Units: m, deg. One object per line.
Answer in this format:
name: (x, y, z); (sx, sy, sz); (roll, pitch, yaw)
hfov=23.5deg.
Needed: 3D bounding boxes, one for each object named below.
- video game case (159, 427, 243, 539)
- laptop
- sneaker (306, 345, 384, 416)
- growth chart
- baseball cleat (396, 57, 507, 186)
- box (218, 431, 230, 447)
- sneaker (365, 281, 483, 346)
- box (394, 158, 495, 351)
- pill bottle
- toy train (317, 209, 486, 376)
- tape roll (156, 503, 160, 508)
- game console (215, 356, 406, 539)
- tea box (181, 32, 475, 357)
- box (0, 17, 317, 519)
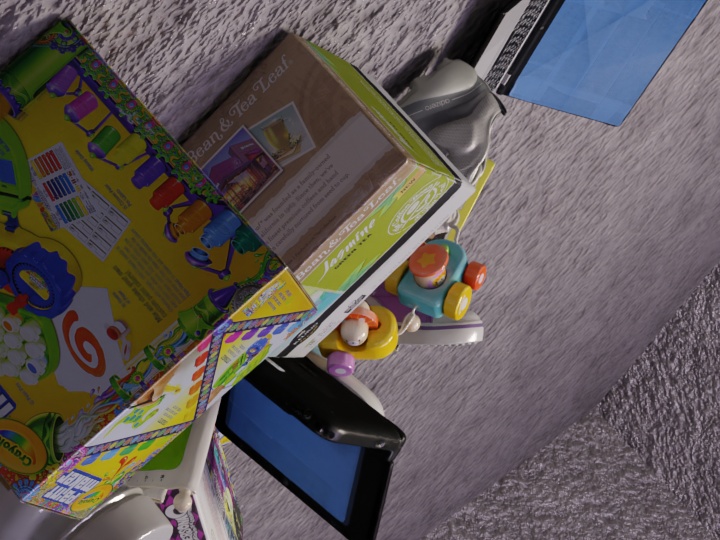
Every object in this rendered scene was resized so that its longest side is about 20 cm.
video game case: (-0.140, 0.172, 1.455); (0.036, 0.200, 0.181); (-13, -159, 4)
laptop: (0.181, -0.176, 1.538); (0.200, 0.116, 0.187); (-42, 168, -40)
sneaker: (-0.044, 0.087, 1.479); (0.082, 0.200, 0.074); (-23, 125, -43)
growth chart: (-0.202, 0.131, 1.304); (0.200, 0.145, 0.018); (-6, 141, 9)
baseball cleat: (0.034, -0.085, 1.447); (0.200, 0.106, 0.070); (-42, 170, 8)
box: (-0.146, 0.130, 1.662); (0.200, 0.070, 0.064); (-27, 157, -46)
sneaker: (0.016, 0.002, 1.488); (0.073, 0.200, 0.114); (-1, 101, -66)
box: (0.055, -0.022, 1.632); (0.200, 0.050, 0.075); (-63, -175, -6)
pill bottle: (-0.227, 0.134, 1.213); (0.114, 0.200, 0.114); (-39, 165, -13)
toy train: (0.000, 0.000, 1.425); (0.200, 0.150, 0.056); (-23, 148, -5)
tape roll: (-0.269, 0.238, 1.400); (0.203, 0.203, 0.139); (-50, 163, 26)
game console: (-0.074, 0.122, 1.384); (0.117, 0.200, 0.176); (-59, 151, 8)
tea box: (-0.047, -0.048, 1.293); (0.200, 0.134, 0.197); (-45, 164, 12)
box: (-0.167, 0.003, 1.002); (0.193, 0.200, 0.122); (-41, 166, -3)
